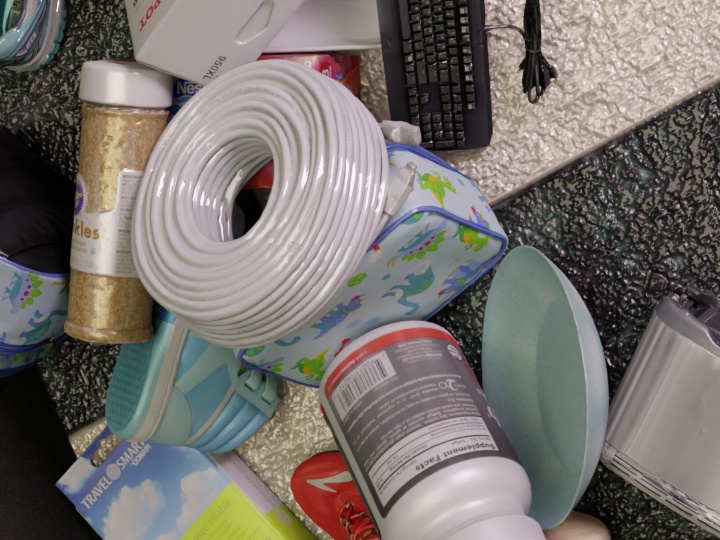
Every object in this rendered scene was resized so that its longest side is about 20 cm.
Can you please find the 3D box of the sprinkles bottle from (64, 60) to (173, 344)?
[{"bbox_3d":[-0.177,-0.050,1.419,0.068,0.068,0.202,8,99,18],"label":"sprinkles bottle"}]

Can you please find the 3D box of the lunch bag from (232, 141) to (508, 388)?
[{"bbox_3d":[0.000,0.000,1.418,0.200,0.160,0.083,-40,59,21],"label":"lunch bag"}]

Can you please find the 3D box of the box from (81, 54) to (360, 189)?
[{"bbox_3d":[-0.105,-0.112,1.474,0.198,0.095,0.101,1,95,19],"label":"box"}]

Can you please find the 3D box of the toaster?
[{"bbox_3d":[0.253,0.102,1.363,0.199,0.114,0.130,31,107,13],"label":"toaster"}]

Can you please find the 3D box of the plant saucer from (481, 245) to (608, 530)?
[{"bbox_3d":[0.137,0.082,1.384,0.038,0.201,0.203,-4,96,-17],"label":"plant saucer"}]

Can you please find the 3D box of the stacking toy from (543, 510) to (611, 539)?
[{"bbox_3d":[0.147,0.285,1.445,0.084,0.085,0.202,1,103,19],"label":"stacking toy"}]

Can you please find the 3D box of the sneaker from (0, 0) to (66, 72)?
[{"bbox_3d":[-0.268,-0.256,1.521,0.077,0.086,0.202,4,98,18],"label":"sneaker"}]

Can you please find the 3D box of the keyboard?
[{"bbox_3d":[0.077,-0.168,1.382,0.126,0.021,0.201,-8,133,1],"label":"keyboard"}]

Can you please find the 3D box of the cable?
[{"bbox_3d":[-0.072,-0.046,1.338,0.199,0.069,0.201,28,90,43],"label":"cable"}]

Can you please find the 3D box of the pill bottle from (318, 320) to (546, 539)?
[{"bbox_3d":[0.054,0.144,1.394,0.116,0.115,0.201,-41,51,19],"label":"pill bottle"}]

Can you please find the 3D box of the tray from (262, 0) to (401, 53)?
[{"bbox_3d":[-0.051,-0.199,1.463,0.198,0.022,0.108,0,56,19],"label":"tray"}]

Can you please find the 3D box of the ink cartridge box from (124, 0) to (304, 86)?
[{"bbox_3d":[-0.107,-0.254,1.396,0.145,0.084,0.201,-48,42,35],"label":"ink cartridge box"}]

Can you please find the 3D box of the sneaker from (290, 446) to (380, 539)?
[{"bbox_3d":[0.017,0.197,1.460,0.199,0.085,0.078,32,107,31],"label":"sneaker"}]

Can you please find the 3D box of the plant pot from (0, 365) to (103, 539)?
[{"bbox_3d":[-0.346,0.204,1.552,0.198,0.177,0.202,-26,88,21],"label":"plant pot"}]

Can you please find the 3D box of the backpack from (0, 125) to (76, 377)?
[{"bbox_3d":[-0.289,-0.008,1.496,0.182,0.200,0.148,37,106,11],"label":"backpack"}]

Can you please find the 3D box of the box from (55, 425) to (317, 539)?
[{"bbox_3d":[-0.134,0.200,1.544,0.200,0.048,0.122,46,107,10],"label":"box"}]

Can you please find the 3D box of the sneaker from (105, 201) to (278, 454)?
[{"bbox_3d":[-0.106,0.047,1.494,0.079,0.130,0.202,27,95,58],"label":"sneaker"}]
